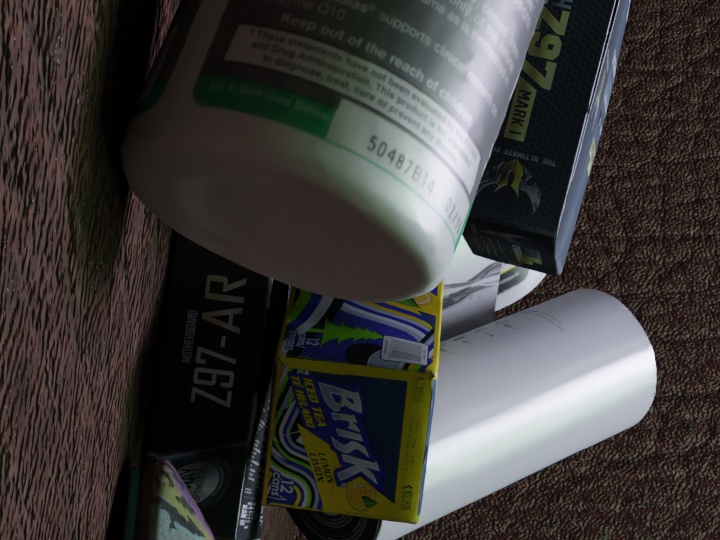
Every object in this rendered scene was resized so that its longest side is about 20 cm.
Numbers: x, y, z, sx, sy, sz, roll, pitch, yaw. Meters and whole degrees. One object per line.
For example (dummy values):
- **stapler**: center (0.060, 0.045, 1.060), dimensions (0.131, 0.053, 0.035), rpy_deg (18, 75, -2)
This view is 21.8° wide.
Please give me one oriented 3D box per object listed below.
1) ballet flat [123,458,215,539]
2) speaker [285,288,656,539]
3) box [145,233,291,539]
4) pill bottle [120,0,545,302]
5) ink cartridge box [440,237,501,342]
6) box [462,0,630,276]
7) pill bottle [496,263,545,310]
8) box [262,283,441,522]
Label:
- **ballet flat**: center (-0.065, 0.171, 0.692), dimensions (0.069, 0.071, 0.201), rpy_deg (93, 4, -70)
- **speaker**: center (0.056, 0.071, 0.930), dimensions (0.200, 0.081, 0.081), rpy_deg (-19, 128, -39)
- **box**: center (-0.061, 0.044, 0.867), dimensions (0.200, 0.043, 0.161), rpy_deg (91, 6, -83)
- **pill bottle**: center (0.006, -0.101, 0.622), dimensions (0.113, 0.113, 0.201), rpy_deg (95, 15, -71)
- **ink cartridge box**: center (0.000, 0.000, 1.009), dimensions (0.147, 0.083, 0.201), rpy_deg (28, -62, 46)
- **box**: center (0.085, -0.084, 0.831), dimensions (0.200, 0.051, 0.158), rpy_deg (37, 68, -82)
- **pill bottle**: center (0.042, -0.080, 1.123), dimensions (0.114, 0.114, 0.201), rpy_deg (-82, 157, -60)
- **box**: center (0.002, 0.029, 0.812), dimensions (0.200, 0.064, 0.070), rpy_deg (-79, 175, -67)
